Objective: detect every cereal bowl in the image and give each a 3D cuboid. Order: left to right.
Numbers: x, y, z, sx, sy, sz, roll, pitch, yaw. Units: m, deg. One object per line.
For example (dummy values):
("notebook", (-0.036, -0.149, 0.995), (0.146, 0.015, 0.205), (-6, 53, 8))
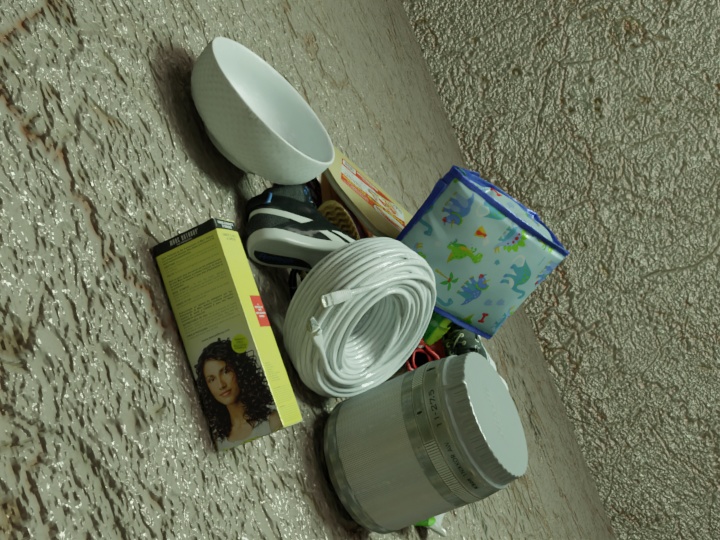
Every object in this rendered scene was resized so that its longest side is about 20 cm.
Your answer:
("cereal bowl", (-0.128, -0.178, 1.005), (0.200, 0.083, 0.201), (42, 20, -19))

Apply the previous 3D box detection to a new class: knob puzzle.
("knob puzzle", (0.010, -0.086, 1.174), (0.219, 0.030, 0.220), (41, 17, -15))

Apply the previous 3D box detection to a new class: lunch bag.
("lunch bag", (0.140, -0.029, 1.105), (0.199, 0.170, 0.128), (25, 22, -35))

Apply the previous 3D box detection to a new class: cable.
("cable", (0.001, 0.058, 0.978), (0.069, 0.199, 0.201), (38, -39, 34))

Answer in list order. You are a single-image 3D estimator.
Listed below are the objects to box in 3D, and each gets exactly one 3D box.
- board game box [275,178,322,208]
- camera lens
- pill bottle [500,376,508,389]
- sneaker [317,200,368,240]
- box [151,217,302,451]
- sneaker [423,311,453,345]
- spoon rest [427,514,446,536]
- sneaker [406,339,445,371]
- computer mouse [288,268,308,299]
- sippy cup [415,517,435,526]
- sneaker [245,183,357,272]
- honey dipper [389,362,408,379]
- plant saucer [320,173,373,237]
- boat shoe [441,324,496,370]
("board game box", (-0.079, -0.079, 1.170), (0.201, 0.032, 0.121), (-91, 157, -52))
("camera lens", (0.069, 0.197, 0.954), (0.160, 0.199, 0.161), (47, 28, -34))
("pill bottle", (0.179, 0.248, 1.335), (0.113, 0.112, 0.200), (61, 31, -18))
("sneaker", (0.000, 0.000, 1.126), (0.202, 0.074, 0.090), (66, 20, 2))
("box", (-0.123, 0.058, 0.775), (0.202, 0.075, 0.050), (69, 17, 9))
("sneaker", (0.093, 0.045, 1.233), (0.083, 0.074, 0.200), (39, 12, -15))
("spoon rest", (0.140, 0.283, 1.201), (0.099, 0.201, 0.061), (31, -24, 3))
("sneaker", (0.096, 0.106, 1.271), (0.201, 0.078, 0.116), (62, 4, 28))
("computer mouse", (-0.032, 0.074, 1.066), (0.059, 0.034, 0.201), (-49, 122, -27))
("sippy cup", (0.084, 0.234, 1.114), (0.139, 0.178, 0.130), (36, -1, 12))
("sneaker", (-0.046, -0.050, 1.031), (0.199, 0.073, 0.113), (17, 48, -29))
("honey dipper", (0.093, 0.207, 1.324), (0.038, 0.038, 0.201), (-95, 159, -46))
("plant saucer", (-0.012, -0.063, 1.280), (0.200, 0.037, 0.202), (-14, 90, -79))
("boat shoe", (0.147, 0.111, 1.229), (0.057, 0.068, 0.201), (49, 17, -26))
